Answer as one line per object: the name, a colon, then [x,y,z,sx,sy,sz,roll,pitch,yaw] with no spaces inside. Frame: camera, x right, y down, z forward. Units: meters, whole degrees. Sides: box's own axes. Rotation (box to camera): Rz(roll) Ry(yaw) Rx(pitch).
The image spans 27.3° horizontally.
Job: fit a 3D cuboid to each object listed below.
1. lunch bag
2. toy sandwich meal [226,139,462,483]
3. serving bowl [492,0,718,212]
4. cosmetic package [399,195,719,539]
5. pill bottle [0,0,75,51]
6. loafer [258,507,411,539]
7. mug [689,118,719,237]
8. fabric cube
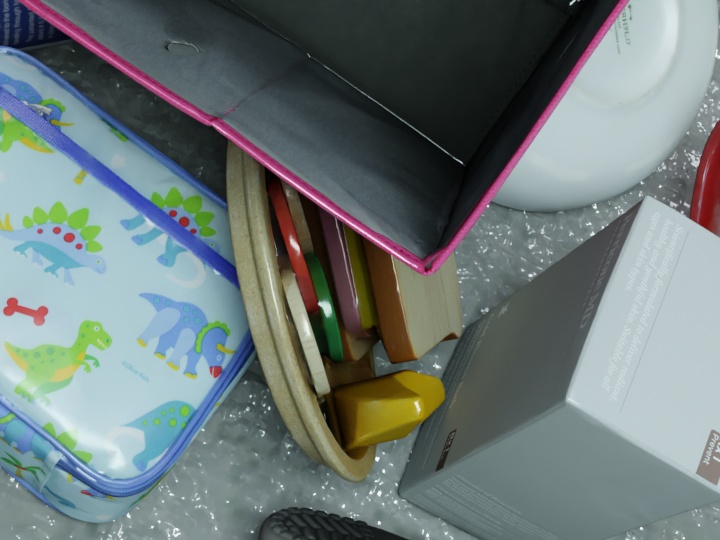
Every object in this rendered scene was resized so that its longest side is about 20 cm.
lunch bag: [-0.144,0.002,0.690,0.200,0.082,0.161,39,60,-1]
toy sandwich meal: [0.000,0.000,0.678,0.070,0.205,0.207,-13,71,10]
serving bowl: [0.116,-0.130,0.786,0.199,0.066,0.202,-3,96,-25]
cosmetic package: [0.101,0.059,0.677,0.090,0.200,0.107,28,63,-5]
pill bottle: [-0.205,-0.154,0.712,0.199,0.111,0.112,-15,74,-23]
loafer: [0.038,0.170,0.697,0.199,0.073,0.072,19,99,-11]
mug: [0.228,0.016,0.735,0.132,0.200,0.179,7,66,-14]
fabric cube: [0.012,-0.151,0.582,0.199,0.199,0.197,34,108,-1]
